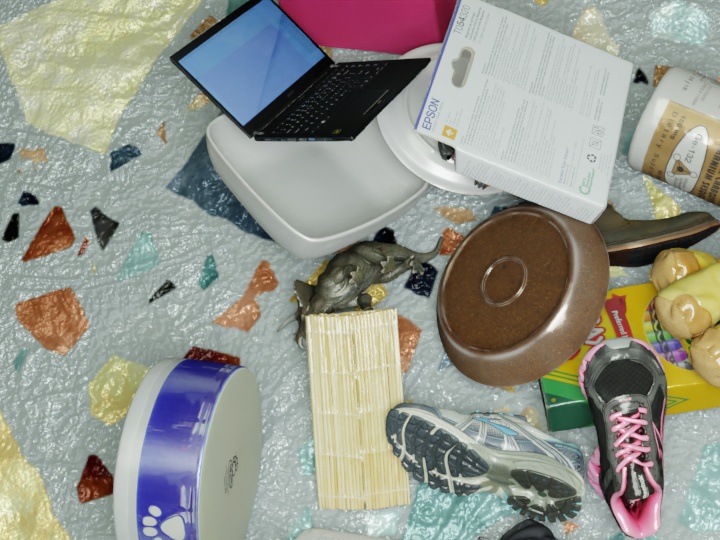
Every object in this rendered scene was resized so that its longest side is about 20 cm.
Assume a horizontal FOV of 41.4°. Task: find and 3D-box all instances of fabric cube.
[{"bbox_3d":[0.011,-0.389,1.091,0.196,0.199,0.201,9,71,15],"label":"fabric cube"}]

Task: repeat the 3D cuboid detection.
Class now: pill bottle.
[{"bbox_3d":[0.383,-0.118,0.960,0.200,0.114,0.115,27,77,19],"label":"pill bottle"}]

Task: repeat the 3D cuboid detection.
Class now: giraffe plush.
[{"bbox_3d":[0.383,-0.002,0.851,0.199,0.162,0.173,-8,52,-25],"label":"giraffe plush"}]

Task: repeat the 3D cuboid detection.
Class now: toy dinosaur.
[{"bbox_3d":[0.000,0.000,1.011,0.200,0.077,0.102,-42,34,-20],"label":"toy dinosaur"}]

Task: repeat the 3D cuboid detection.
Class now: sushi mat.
[{"bbox_3d":[-0.003,0.140,0.956,0.095,0.012,0.201,-4,92,8],"label":"sushi mat"}]

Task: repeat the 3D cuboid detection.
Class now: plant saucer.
[{"bbox_3d":[0.149,0.015,0.949,0.200,0.034,0.201,-24,51,34],"label":"plant saucer"}]

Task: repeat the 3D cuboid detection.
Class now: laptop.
[{"bbox_3d":[-0.059,-0.221,1.005,0.199,0.104,0.177,5,40,34],"label":"laptop"}]

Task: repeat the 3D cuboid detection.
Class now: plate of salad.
[{"bbox_3d":[0.112,-0.167,1.062,0.199,0.048,0.201,5,64,-11],"label":"plate of salad"}]

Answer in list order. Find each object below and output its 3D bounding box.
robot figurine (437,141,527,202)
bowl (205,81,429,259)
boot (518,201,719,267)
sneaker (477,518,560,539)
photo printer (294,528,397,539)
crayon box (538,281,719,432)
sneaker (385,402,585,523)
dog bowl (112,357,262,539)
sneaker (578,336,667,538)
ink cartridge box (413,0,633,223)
[{"bbox_3d":[0.164,-0.169,1.013,0.145,0.058,0.200,27,61,-1],"label":"robot figurine"},{"bbox_3d":[-0.049,-0.101,1.032,0.199,0.075,0.200,-28,64,-34],"label":"bowl"},{"bbox_3d":[0.259,-0.051,0.982,0.199,0.075,0.097,-16,70,7],"label":"boot"},{"bbox_3d":[0.201,0.280,0.868,0.200,0.114,0.076,21,90,-18],"label":"sneaker"},{"bbox_3d":[0.023,0.292,0.852,0.199,0.166,0.070,5,92,12],"label":"photo printer"},{"bbox_3d":[0.269,0.077,0.925,0.199,0.051,0.127,-10,48,7],"label":"crayon box"},{"bbox_3d":[0.121,0.173,0.925,0.199,0.078,0.086,21,35,10],"label":"sneaker"},{"bbox_3d":[-0.157,0.186,0.907,0.079,0.200,0.201,5,71,10],"label":"dog bowl"},{"bbox_3d":[0.239,0.153,0.839,0.079,0.201,0.095,-9,30,8],"label":"sneaker"},{"bbox_3d":[0.164,-0.165,0.954,0.199,0.043,0.197,21,60,-2],"label":"ink cartridge box"}]
